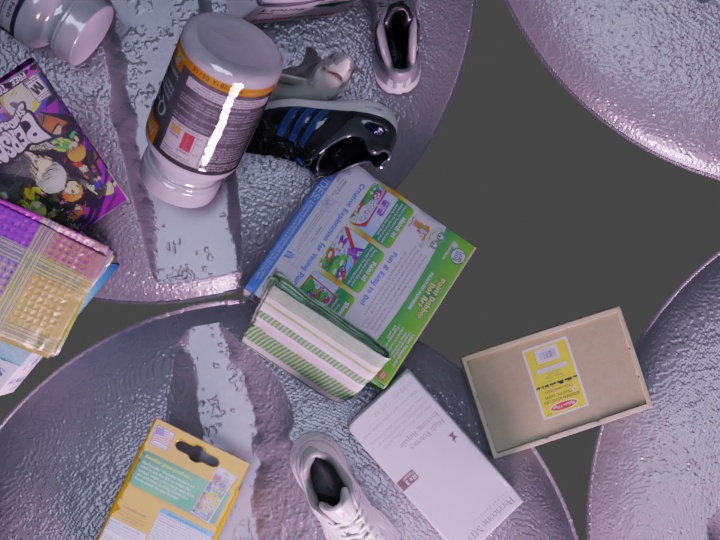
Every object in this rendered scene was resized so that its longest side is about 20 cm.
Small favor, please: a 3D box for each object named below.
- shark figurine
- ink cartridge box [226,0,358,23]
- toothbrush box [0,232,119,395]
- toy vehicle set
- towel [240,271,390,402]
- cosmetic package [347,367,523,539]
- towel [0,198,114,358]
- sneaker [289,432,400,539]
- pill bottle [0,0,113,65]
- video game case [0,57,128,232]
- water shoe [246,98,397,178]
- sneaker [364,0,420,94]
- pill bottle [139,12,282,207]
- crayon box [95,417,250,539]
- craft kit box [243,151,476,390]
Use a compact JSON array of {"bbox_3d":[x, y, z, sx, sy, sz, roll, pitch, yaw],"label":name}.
[{"bbox_3d":[-0.094,-0.237,1.362,0.213,0.128,0.090,10,62,17],"label":"shark figurine"},{"bbox_3d":[-0.050,-0.339,1.273,0.145,0.200,0.085,-12,90,-28],"label":"ink cartridge box"},{"bbox_3d":[-0.398,0.022,1.329,0.146,0.085,0.200,39,87,0],"label":"toothbrush box"},{"bbox_3d":[0.229,0.130,1.366,0.198,0.027,0.125,-17,89,-2],"label":"toy vehicle set"},{"bbox_3d":[-0.054,0.081,1.283,0.152,0.200,0.023,34,64,0],"label":"towel"},{"bbox_3d":[0.085,0.219,1.338,0.102,0.074,0.200,-43,88,-2],"label":"cosmetic package"},{"bbox_3d":[-0.376,0.000,1.235,0.199,0.023,0.144,27,97,-30],"label":"towel"},{"bbox_3d":[-0.018,0.280,1.320,0.078,0.099,0.201,-36,89,-2],"label":"sneaker"},{"bbox_3d":[-0.386,-0.327,1.328,0.199,0.111,0.111,36,88,0],"label":"pill bottle"},{"bbox_3d":[-0.378,-0.095,1.235,0.199,0.036,0.182,-35,117,-10],"label":"video game case"},{"bbox_3d":[-0.058,-0.147,1.319,0.198,0.072,0.079,-4,54,18],"label":"water shoe"},{"bbox_3d":[0.040,-0.311,1.333,0.074,0.115,0.202,-10,89,-1],"label":"sneaker"},{"bbox_3d":[-0.171,-0.173,1.283,0.116,0.117,0.201,32,127,0],"label":"pill bottle"},{"bbox_3d":[-0.221,0.284,1.341,0.125,0.052,0.201,26,89,0],"label":"crayon box"},{"bbox_3d":[0.000,0.000,1.339,0.197,0.049,0.201,34,75,3],"label":"craft kit box"}]
